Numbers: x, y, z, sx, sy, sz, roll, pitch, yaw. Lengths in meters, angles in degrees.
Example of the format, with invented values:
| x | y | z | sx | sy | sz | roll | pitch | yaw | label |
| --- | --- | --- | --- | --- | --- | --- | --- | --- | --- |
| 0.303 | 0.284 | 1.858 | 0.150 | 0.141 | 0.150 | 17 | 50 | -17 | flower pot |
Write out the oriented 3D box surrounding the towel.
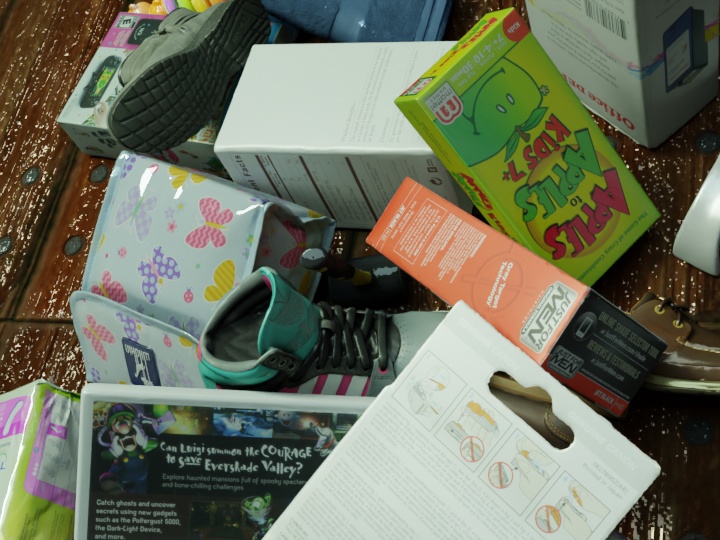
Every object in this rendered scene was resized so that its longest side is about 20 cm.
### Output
| x | y | z | sx | sy | sz | roll | pitch | yaw | label |
| --- | --- | --- | --- | --- | --- | --- | --- | --- | --- |
| -0.013 | -0.259 | 0.981 | 0.199 | 0.049 | 0.112 | 22 | 67 | -7 | towel |

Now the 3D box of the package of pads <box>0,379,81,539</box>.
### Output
| x | y | z | sx | sy | sz | roll | pitch | yaw | label |
| --- | --- | --- | --- | --- | --- | --- | --- | --- | --- |
| -0.282 | 0.194 | 0.810 | 0.154 | 0.068 | 0.201 | -20 | 52 | 38 | package of pads |

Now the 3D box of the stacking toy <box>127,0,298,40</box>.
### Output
| x | y | z | sx | sy | sz | roll | pitch | yaw | label |
| --- | --- | --- | --- | --- | --- | --- | --- | --- | --- |
| -0.161 | -0.283 | 1.082 | 0.199 | 0.116 | 0.110 | -11 | 61 | 30 | stacking toy |

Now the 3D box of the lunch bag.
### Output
| x | y | z | sx | sy | sz | roll | pitch | yaw | label |
| --- | --- | --- | --- | --- | --- | --- | --- | --- | --- |
| -0.136 | 0.024 | 0.849 | 0.169 | 0.127 | 0.201 | 21 | 97 | 30 | lunch bag |

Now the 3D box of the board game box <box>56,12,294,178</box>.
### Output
| x | y | z | sx | sy | sz | roll | pitch | yaw | label |
| --- | --- | --- | --- | --- | --- | --- | --- | --- | --- |
| -0.175 | -0.176 | 1.031 | 0.199 | 0.064 | 0.148 | 11 | 64 | 24 | board game box |

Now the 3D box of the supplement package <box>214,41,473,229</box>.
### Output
| x | y | z | sx | sy | sz | roll | pitch | yaw | label |
| --- | --- | --- | --- | --- | --- | --- | --- | --- | --- |
| -0.002 | -0.113 | 0.895 | 0.199 | 0.117 | 0.117 | 4 | 61 | 22 | supplement package |

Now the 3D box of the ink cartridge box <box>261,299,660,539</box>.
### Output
| x | y | z | sx | sy | sz | roll | pitch | yaw | label |
| --- | --- | --- | --- | --- | --- | --- | --- | --- | --- |
| 0.058 | 0.145 | 0.629 | 0.161 | 0.050 | 0.200 | 40 | 92 | 26 | ink cartridge box |

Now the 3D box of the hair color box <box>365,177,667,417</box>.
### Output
| x | y | z | sx | sy | sz | roll | pitch | yaw | label |
| --- | --- | --- | --- | --- | --- | --- | --- | --- | --- |
| 0.100 | 0.013 | 0.718 | 0.061 | 0.101 | 0.200 | -57 | 39 | 3 | hair color box |

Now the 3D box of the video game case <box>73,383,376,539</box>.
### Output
| x | y | z | sx | sy | sz | roll | pitch | yaw | label |
| --- | --- | --- | --- | --- | --- | --- | --- | --- | --- |
| -0.086 | 0.169 | 0.693 | 0.199 | 0.023 | 0.183 | 4 | 99 | -8 | video game case |

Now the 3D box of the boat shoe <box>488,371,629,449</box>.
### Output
| x | y | z | sx | sy | sz | roll | pitch | yaw | label |
| --- | --- | --- | --- | --- | --- | --- | --- | --- | --- |
| 0.091 | 0.102 | 0.758 | 0.199 | 0.070 | 0.071 | 15 | 91 | 35 | boat shoe |

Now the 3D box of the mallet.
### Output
| x | y | z | sx | sy | sz | roll | pitch | yaw | label |
| --- | --- | --- | --- | --- | --- | --- | --- | --- | --- |
| 0.000 | 0.000 | 0.788 | 0.065 | 0.200 | 0.041 | -8 | 83 | 4 | mallet |

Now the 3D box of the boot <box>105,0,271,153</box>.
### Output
| x | y | z | sx | sy | sz | roll | pitch | yaw | label |
| --- | --- | --- | --- | --- | --- | --- | --- | --- | --- |
| -0.175 | -0.171 | 0.934 | 0.130 | 0.068 | 0.200 | 1 | 43 | 44 | boot |

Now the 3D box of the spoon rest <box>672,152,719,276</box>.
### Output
| x | y | z | sx | sy | sz | roll | pitch | yaw | label |
| --- | --- | --- | --- | --- | --- | --- | --- | --- | --- |
| 0.311 | -0.091 | 0.804 | 0.099 | 0.061 | 0.200 | 31 | 75 | 32 | spoon rest |

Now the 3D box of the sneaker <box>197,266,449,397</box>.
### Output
| x | y | z | sx | sy | sz | roll | pitch | yaw | label |
| --- | --- | --- | --- | --- | --- | --- | --- | --- | --- |
| -0.026 | 0.044 | 0.717 | 0.199 | 0.121 | 0.084 | -16 | 49 | 9 | sneaker |

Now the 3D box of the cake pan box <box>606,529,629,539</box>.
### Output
| x | y | z | sx | sy | sz | roll | pitch | yaw | label |
| --- | --- | --- | --- | --- | --- | --- | --- | --- | --- |
| 0.123 | 0.257 | 0.629 | 0.184 | 0.052 | 0.200 | 41 | 92 | 26 | cake pan box |

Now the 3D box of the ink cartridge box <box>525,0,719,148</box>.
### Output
| x | y | z | sx | sy | sz | roll | pitch | yaw | label |
| --- | --- | --- | --- | --- | --- | --- | --- | --- | --- |
| 0.203 | -0.214 | 0.834 | 0.087 | 0.200 | 0.145 | -37 | 54 | -9 | ink cartridge box |

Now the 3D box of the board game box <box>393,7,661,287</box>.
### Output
| x | y | z | sx | sy | sz | roll | pitch | yaw | label |
| --- | --- | --- | --- | --- | --- | --- | --- | --- | --- |
| 0.128 | -0.083 | 0.788 | 0.102 | 0.200 | 0.048 | -44 | 18 | -10 | board game box |

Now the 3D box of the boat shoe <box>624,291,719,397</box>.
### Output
| x | y | z | sx | sy | sz | roll | pitch | yaw | label |
| --- | --- | --- | --- | --- | --- | --- | --- | --- | --- |
| 0.206 | 0.049 | 0.738 | 0.199 | 0.072 | 0.068 | 6 | 90 | 25 | boat shoe |
